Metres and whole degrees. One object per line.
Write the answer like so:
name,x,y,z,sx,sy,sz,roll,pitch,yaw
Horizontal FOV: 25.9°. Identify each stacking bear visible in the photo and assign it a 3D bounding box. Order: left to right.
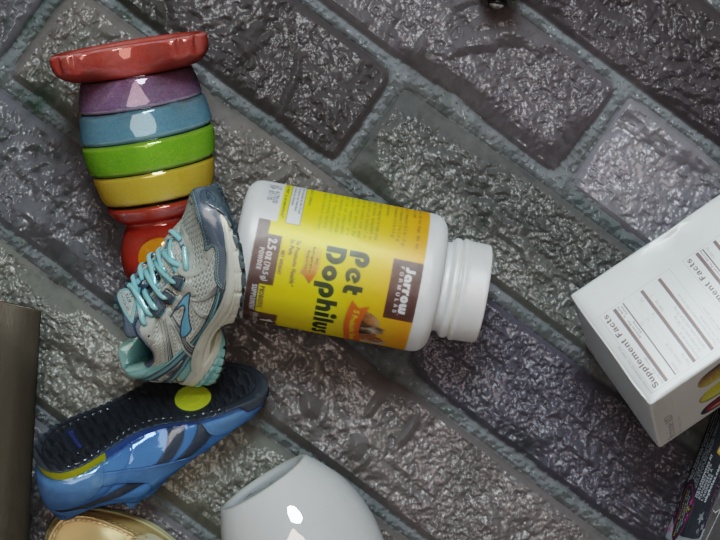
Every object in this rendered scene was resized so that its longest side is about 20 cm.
stacking bear,-0.162,-0.078,1.228,0.120,0.114,0.203,-9,101,-2

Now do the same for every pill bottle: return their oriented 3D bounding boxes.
pill bottle,0.000,0.000,1.230,0.197,0.109,0.111,11,90,-1

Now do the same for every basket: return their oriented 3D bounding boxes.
basket,-0.323,0.117,1.216,0.178,0.136,0.203,13,87,-2

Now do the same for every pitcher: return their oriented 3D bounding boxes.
pitcher,-0.034,0.258,1.203,0.121,0.171,0.201,-30,93,27

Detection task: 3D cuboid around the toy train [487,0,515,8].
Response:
toy train,0.126,-0.312,1.257,0.041,0.056,0.203,9,91,-1

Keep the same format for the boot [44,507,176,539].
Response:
boot,-0.165,0.253,1.204,0.199,0.155,0.073,32,91,1

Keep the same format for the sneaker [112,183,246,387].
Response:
sneaker,-0.138,0.020,1.171,0.085,0.201,0.078,-4,47,-19

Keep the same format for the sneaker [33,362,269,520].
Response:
sneaker,-0.164,0.138,1.254,0.198,0.066,0.079,-23,131,-17

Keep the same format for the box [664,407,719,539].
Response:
box,0.361,0.201,1.237,0.198,0.115,0.134,22,91,0

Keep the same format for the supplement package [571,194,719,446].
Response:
supplement package,0.279,0.026,1.219,0.199,0.114,0.110,-34,63,0
